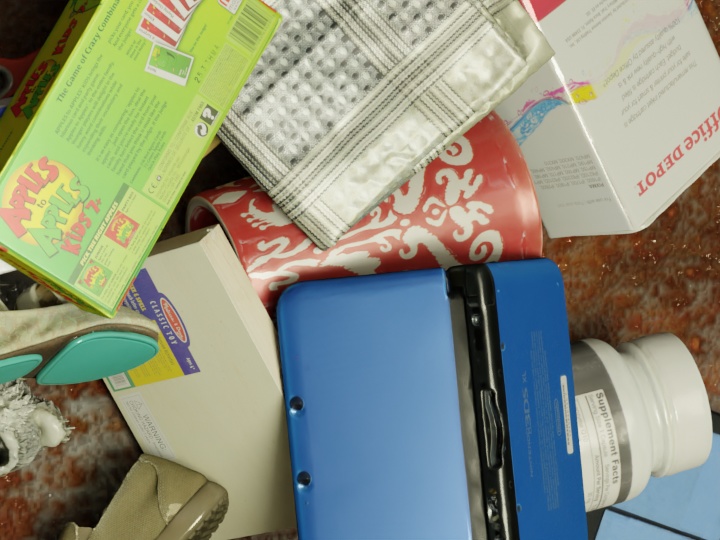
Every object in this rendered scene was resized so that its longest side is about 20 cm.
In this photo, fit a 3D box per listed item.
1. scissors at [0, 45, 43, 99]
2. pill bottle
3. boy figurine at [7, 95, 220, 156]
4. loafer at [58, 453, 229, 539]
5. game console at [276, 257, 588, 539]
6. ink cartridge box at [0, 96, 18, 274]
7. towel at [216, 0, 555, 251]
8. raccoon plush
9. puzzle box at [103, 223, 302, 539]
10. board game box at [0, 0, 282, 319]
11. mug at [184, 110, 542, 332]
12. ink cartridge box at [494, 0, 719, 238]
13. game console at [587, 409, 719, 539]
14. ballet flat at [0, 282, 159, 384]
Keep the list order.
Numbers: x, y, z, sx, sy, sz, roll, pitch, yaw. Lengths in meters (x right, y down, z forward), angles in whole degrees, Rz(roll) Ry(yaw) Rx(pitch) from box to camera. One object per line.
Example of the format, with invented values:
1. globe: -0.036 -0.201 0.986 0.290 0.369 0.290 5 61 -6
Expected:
1. scissors: -0.187 -0.141 1.310 0.073 0.014 0.200 42 76 -21
2. pill bottle: 0.125 0.110 1.407 0.199 0.113 0.114 -14 99 -14
3. boy figurine: -0.120 -0.121 1.306 0.200 0.064 0.125 -34 129 -27
4. loafer: -0.168 0.195 1.308 0.067 0.076 0.200 42 80 16
5. game console: 0.049 0.098 1.298 0.170 0.118 0.201 -5 90 -59
6. ink cartridge box: -0.219 -0.045 1.190 0.199 0.044 0.094 -16 104 -28
7. towel: -0.009 -0.143 1.262 0.200 0.035 0.193 -42 98 -5
8. raccoon plush: -0.230 0.029 1.259 0.134 0.097 0.201 18 84 -34
9. puzzle box: -0.094 0.074 1.305 0.025 0.133 0.201 -45 114 -48
10. board game box: -0.138 -0.086 1.179 0.101 0.048 0.201 34 78 -29
11. mug: 0.004 -0.002 1.352 0.199 0.133 0.178 -17 98 -22
12. ink cartridge box: 0.151 -0.142 1.379 0.148 0.085 0.201 -39 112 -35
13. game console: 0.209 0.178 1.518 0.199 0.031 0.178 21 83 -26
14. ballet flat: -0.193 0.032 1.212 0.200 0.067 0.063 -6 64 -55
